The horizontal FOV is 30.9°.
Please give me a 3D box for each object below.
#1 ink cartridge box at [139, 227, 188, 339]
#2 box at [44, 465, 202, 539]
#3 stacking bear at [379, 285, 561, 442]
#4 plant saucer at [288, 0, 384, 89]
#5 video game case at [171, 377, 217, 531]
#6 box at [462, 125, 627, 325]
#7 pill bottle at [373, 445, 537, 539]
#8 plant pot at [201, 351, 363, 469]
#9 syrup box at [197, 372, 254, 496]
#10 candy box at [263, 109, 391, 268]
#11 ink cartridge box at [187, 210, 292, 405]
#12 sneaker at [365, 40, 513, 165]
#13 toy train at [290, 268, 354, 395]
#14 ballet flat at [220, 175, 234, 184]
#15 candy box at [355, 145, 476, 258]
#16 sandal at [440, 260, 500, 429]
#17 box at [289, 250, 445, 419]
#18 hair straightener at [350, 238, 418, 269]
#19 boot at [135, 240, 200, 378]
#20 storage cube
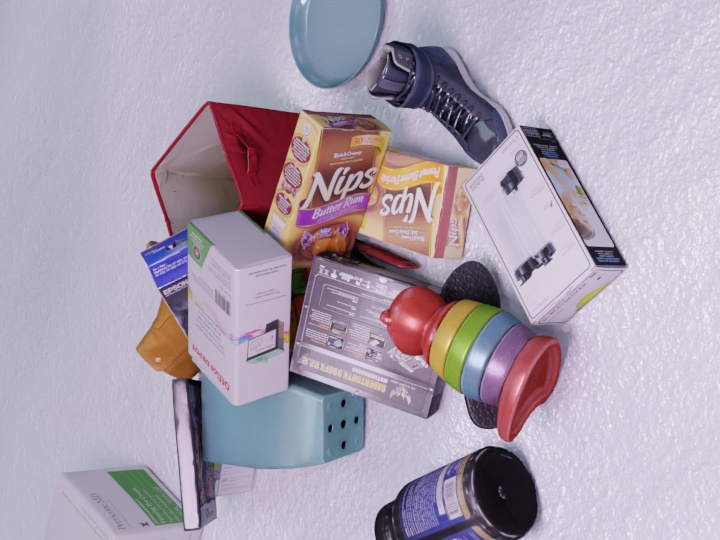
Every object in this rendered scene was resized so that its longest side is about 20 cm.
[{"bbox_3d":[-0.215,0.030,1.767,0.099,0.201,0.039,-28,44,-2],"label":"ink cartridge box"},{"bbox_3d":[-0.390,0.450,2.092,0.198,0.170,0.202,33,114,44],"label":"box"},{"bbox_3d":[0.118,0.085,1.487,0.198,0.121,0.115,27,135,25],"label":"stacking bear"},{"bbox_3d":[-0.029,-0.351,1.801,0.199,0.027,0.203,0,90,49],"label":"plant saucer"},{"bbox_3d":[-0.230,0.254,1.817,0.181,0.025,0.203,81,-176,-84],"label":"video game case"},{"bbox_3d":[0.208,-0.051,1.493,0.117,0.060,0.202,-48,55,37],"label":"box"},{"bbox_3d":[0.108,0.292,1.562,0.199,0.111,0.113,-33,65,44],"label":"pill bottle"},{"bbox_3d":[-0.099,0.194,1.779,0.198,0.141,0.143,6,100,39],"label":"plant pot"},{"bbox_3d":[-0.200,0.227,1.946,0.078,0.081,0.203,20,106,48],"label":"syrup box"},{"bbox_3d":[-0.046,-0.101,1.663,0.056,0.116,0.202,41,122,42],"label":"candy box"},{"bbox_3d":[-0.157,0.048,1.674,0.145,0.083,0.202,39,135,47],"label":"ink cartridge box"},{"bbox_3d":[0.090,-0.200,1.571,0.077,0.145,0.203,-55,53,30],"label":"sneaker"},{"bbox_3d":[-0.083,0.089,1.751,0.085,0.114,0.202,78,179,-58],"label":"toy train"},{"bbox_3d":[-0.230,-0.065,2.013,0.065,0.070,0.202,-121,47,-68],"label":"ballet flat"},{"bbox_3d":[0.055,-0.093,1.674,0.199,0.055,0.117,20,106,48],"label":"candy box"},{"bbox_3d":[0.137,0.090,1.570,0.045,0.074,0.203,156,104,-83],"label":"sandal"},{"bbox_3d":[0.020,0.080,1.651,0.198,0.048,0.161,17,105,18],"label":"box"},{"bbox_3d":[0.000,0.000,1.747,0.199,0.041,0.078,25,107,47],"label":"hair straightener"},{"bbox_3d":[-0.274,0.066,1.856,0.144,0.201,0.071,-38,24,15],"label":"boot"},{"bbox_3d":[-0.162,-0.112,1.834,0.200,0.178,0.173,-41,59,39],"label":"storage cube"}]
